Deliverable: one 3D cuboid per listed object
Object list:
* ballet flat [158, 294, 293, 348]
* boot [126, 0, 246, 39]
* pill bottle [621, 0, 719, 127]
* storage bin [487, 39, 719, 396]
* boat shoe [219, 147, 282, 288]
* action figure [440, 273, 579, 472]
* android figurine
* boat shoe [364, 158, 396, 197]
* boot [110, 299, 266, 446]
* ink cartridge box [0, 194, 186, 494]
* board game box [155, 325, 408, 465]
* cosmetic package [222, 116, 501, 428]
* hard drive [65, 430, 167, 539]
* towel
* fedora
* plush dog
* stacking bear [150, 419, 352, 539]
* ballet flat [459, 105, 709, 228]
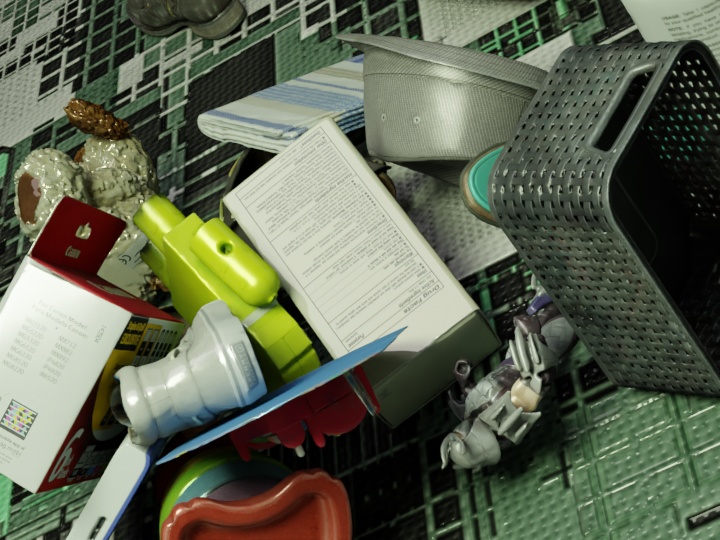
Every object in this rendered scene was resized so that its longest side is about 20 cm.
[{"bbox_3d":[-0.142,0.044,1.497,0.199,0.046,0.068,-10,43,36],"label":"ballet flat"},{"bbox_3d":[-0.210,-0.316,1.862,0.200,0.174,0.069,14,60,50],"label":"boot"},{"bbox_3d":[0.240,-0.191,1.270,0.113,0.200,0.114,-25,37,20],"label":"pill bottle"},{"bbox_3d":[0.181,-0.030,1.139,0.093,0.200,0.135,4,52,44],"label":"storage bin"},{"bbox_3d":[-0.081,-0.043,1.484,0.071,0.061,0.201,-10,25,6],"label":"boat shoe"},{"bbox_3d":[0.108,0.057,1.214,0.200,0.069,0.130,-49,9,-30],"label":"action figure"},{"bbox_3d":[-0.086,0.034,1.348,0.041,0.182,0.200,-40,71,-18],"label":"android figurine"},{"bbox_3d":[-0.005,-0.050,1.468,0.073,0.075,0.200,-16,37,0],"label":"boat shoe"},{"bbox_3d":[-0.121,0.068,1.229,0.095,0.074,0.200,-21,0,-7],"label":"boot"},{"bbox_3d":[-0.189,0.051,1.271,0.176,0.084,0.200,-62,-5,0],"label":"ink cartridge box"},{"bbox_3d":[-0.038,0.092,1.166,0.157,0.039,0.200,-27,0,8],"label":"board game box"},{"bbox_3d":[0.000,0.000,1.322,0.105,0.071,0.200,-36,60,2],"label":"cosmetic package"},{"bbox_3d":[-0.160,0.137,1.312,0.132,0.025,0.200,-59,3,20],"label":"hard drive"},{"bbox_3d":[-0.021,-0.141,1.548,0.199,0.024,0.147,-24,24,-31],"label":"towel"},{"bbox_3d":[0.065,-0.115,1.417,0.199,0.176,0.091,13,88,41],"label":"fedora"},{"bbox_3d":[-0.211,-0.048,1.589,0.160,0.201,0.172,1,45,-7],"label":"plush dog"},{"bbox_3d":[-0.088,0.162,1.257,0.121,0.114,0.200,-13,18,-14],"label":"stacking bear"},{"bbox_3d":[0.149,-0.061,1.281,0.199,0.068,0.068,-14,-11,-23],"label":"ballet flat"}]
